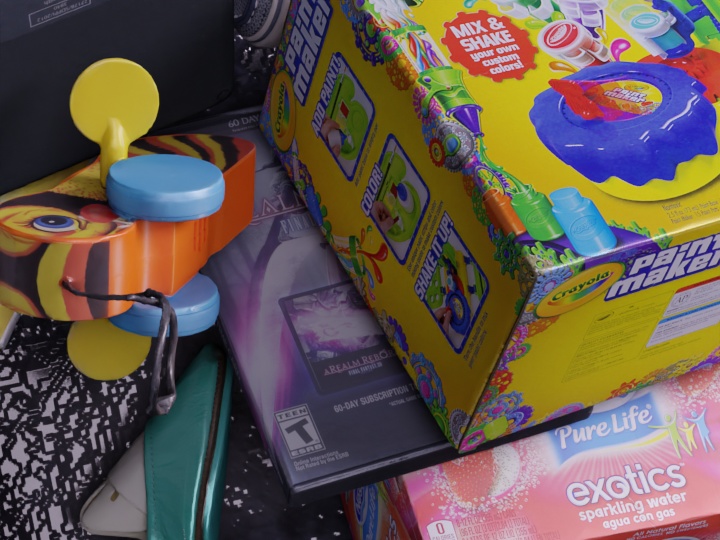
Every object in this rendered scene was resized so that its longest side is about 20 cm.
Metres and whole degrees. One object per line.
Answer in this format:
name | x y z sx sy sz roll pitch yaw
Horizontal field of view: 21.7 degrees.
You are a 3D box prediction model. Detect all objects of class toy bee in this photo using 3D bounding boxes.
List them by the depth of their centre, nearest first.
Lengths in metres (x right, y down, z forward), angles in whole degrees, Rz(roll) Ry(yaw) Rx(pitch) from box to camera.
toy bee | -0.107 -0.019 0.745 0.108 0.200 0.132 7 91 5

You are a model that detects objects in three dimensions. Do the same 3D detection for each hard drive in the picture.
hard drive | -0.115 -0.115 0.742 0.139 0.201 0.033 -25 60 -19

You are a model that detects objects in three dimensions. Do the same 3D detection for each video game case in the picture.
video game case | 0.000 0.000 0.844 0.142 0.019 0.201 -14 58 -17

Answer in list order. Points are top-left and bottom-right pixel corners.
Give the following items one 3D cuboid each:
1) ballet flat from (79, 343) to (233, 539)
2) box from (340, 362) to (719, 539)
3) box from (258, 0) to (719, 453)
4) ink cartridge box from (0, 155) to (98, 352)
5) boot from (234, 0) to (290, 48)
ballet flat | -0.092 0.132 0.838 0.070 0.067 0.202 1 84 -3
box | 0.100 0.101 0.863 0.198 0.100 0.096 -8 58 -17
box | 0.092 -0.056 0.813 0.199 0.122 0.193 -16 57 -27
ink cartridge box | -0.205 -0.096 0.830 0.199 0.047 0.199 28 79 -15
boot | -0.085 -0.197 0.851 0.090 0.073 0.202 -6 79 -35
